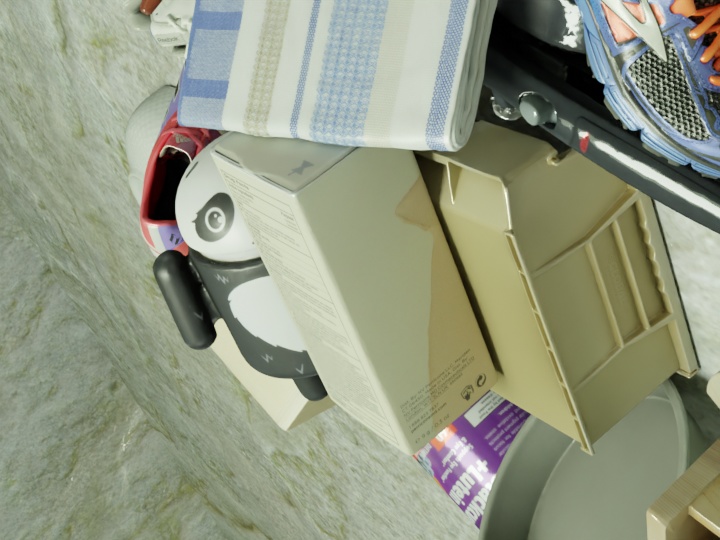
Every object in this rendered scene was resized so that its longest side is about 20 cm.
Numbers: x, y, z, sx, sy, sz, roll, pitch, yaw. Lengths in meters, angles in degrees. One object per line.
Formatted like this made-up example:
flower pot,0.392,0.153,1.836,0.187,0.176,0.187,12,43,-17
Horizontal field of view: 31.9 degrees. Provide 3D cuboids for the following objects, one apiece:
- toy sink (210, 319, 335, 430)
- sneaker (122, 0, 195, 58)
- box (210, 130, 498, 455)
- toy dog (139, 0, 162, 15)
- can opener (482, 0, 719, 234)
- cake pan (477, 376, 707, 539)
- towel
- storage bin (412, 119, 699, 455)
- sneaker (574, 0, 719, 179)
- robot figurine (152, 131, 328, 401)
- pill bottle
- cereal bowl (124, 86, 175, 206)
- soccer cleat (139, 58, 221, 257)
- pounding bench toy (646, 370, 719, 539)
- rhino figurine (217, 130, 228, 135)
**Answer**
toy sink,-0.068,0.016,1.072,0.200,0.130,0.112,46,125,15
sneaker,-0.102,-0.183,0.922,0.200,0.087,0.075,27,148,50
box,0.000,0.000,0.731,0.095,0.078,0.201,31,151,48
toy dog,-0.093,-0.209,0.806,0.131,0.097,0.200,20,177,-19
can opener,0.122,-0.077,0.613,0.200,0.063,0.079,45,160,24
cake pan,0.148,0.153,0.803,0.037,0.201,0.200,27,170,-21
towel,-0.013,-0.139,0.660,0.199,0.148,0.024,9,178,38
storage bin,0.082,-0.019,0.771,0.200,0.094,0.199,29,150,51
sneaker,0.125,-0.120,0.517,0.200,0.075,0.078,51,158,0
robot figurine,-0.049,-0.005,0.878,0.124,0.150,0.201,10,135,41
pill bottle,0.132,0.160,0.947,0.200,0.111,0.112,46,161,18
cereal bowl,-0.178,-0.084,1.293,0.200,0.083,0.201,44,159,22
soccer cleat,-0.129,-0.107,0.990,0.068,0.201,0.073,11,164,9
pounding bench toy,0.241,0.138,0.621,0.156,0.124,0.201,38,156,37
rhino figurine,-0.040,-0.115,0.908,0.199,0.060,0.087,9,154,45
